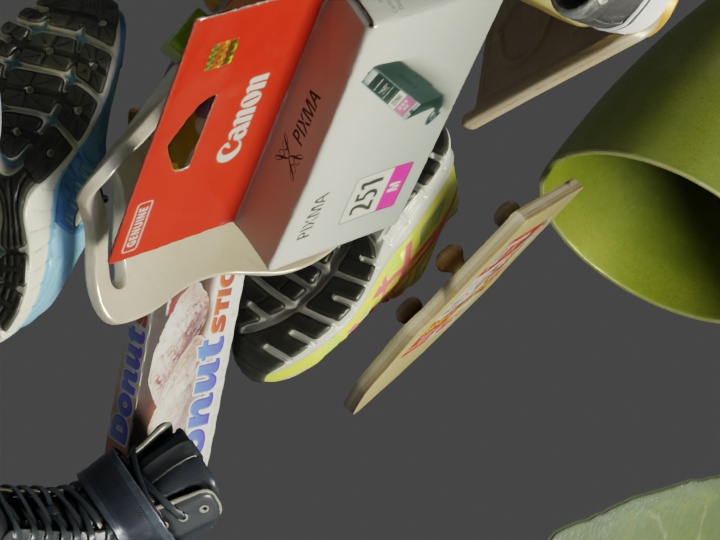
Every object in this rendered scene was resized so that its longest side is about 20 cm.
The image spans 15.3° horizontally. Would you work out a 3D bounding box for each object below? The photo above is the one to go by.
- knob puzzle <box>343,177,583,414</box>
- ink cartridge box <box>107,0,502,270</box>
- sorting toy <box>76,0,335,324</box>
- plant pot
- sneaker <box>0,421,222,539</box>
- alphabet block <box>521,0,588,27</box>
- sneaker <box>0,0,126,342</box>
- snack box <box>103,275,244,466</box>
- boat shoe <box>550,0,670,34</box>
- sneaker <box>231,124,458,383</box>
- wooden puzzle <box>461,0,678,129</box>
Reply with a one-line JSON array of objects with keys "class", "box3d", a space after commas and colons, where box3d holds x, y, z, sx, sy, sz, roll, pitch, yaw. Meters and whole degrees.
[{"class": "knob puzzle", "box3d": [0.051, 0.016, 1.737, 0.220, 0.030, 0.220, -45, 175, -5]}, {"class": "ink cartridge box", "box3d": [-0.029, -0.074, 1.396, 0.173, 0.044, 0.200, -22, 153, -34]}, {"class": "sorting toy", "box3d": [-0.091, -0.063, 1.477, 0.180, 0.107, 0.200, -47, 154, -34]}, {"class": "plant pot", "box3d": [0.249, -0.098, 1.842, 0.200, 0.187, 0.187, -59, 145, -24]}, {"class": "sneaker", "box3d": [-0.167, 0.133, 1.553, 0.146, 0.077, 0.202, -34, 150, 5]}, {"class": "alphabet block", "box3d": [0.051, -0.274, 1.473, 0.200, 0.196, 0.196, 19, 101, -52]}, {"class": "sneaker", "box3d": [-0.176, -0.060, 1.473, 0.200, 0.078, 0.090, -69, 163, 11]}, {"class": "snack box", "box3d": [-0.114, 0.056, 1.636, 0.072, 0.024, 0.200, -11, 121, -44]}, {"class": "boat shoe", "box3d": [0.156, -0.221, 1.414, 0.068, 0.072, 0.200, 5, 117, -51]}, {"class": "sneaker", "box3d": [0.000, 0.000, 1.688, 0.200, 0.078, 0.090, -48, 148, -12]}, {"class": "wooden puzzle", "box3d": [0.140, -0.189, 1.592, 0.046, 0.185, 0.200, 24, 65, -23]}]
